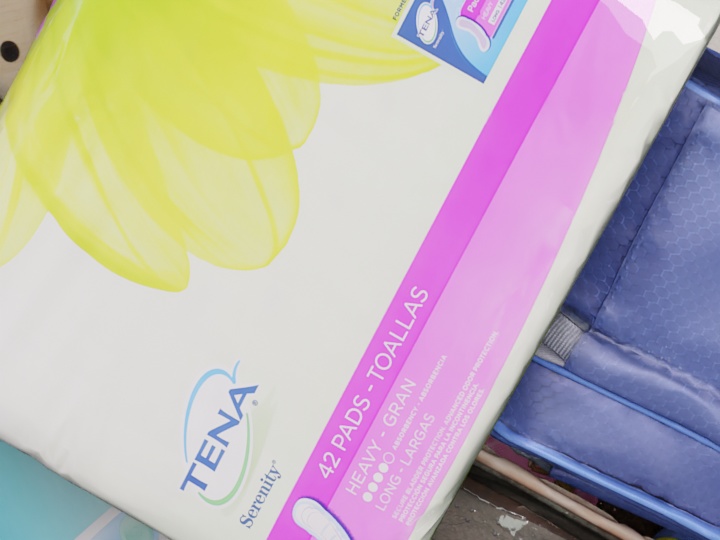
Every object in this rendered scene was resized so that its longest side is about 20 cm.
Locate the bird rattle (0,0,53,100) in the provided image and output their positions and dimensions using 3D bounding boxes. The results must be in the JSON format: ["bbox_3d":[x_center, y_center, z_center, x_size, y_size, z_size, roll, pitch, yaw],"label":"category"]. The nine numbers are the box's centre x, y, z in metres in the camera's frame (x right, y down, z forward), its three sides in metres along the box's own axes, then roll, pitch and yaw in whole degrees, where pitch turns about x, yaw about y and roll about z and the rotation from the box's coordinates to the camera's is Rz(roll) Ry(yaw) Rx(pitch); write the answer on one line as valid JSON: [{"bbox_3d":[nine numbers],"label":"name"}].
[{"bbox_3d":[-0.037,-0.089,0.649,0.200,0.162,0.113,-41,58,31],"label":"bird rattle"}]

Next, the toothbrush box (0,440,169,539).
[{"bbox_3d":[-0.106,0.062,0.725,0.147,0.200,0.085,52,134,-2],"label":"toothbrush box"}]

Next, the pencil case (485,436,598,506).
[{"bbox_3d":[0.048,0.072,0.793,0.086,0.083,0.201,21,95,25],"label":"pencil case"}]

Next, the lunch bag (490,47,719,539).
[{"bbox_3d":[0.118,0.019,0.655,0.199,0.136,0.133,24,103,2],"label":"lunch bag"}]

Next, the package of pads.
[{"bbox_3d":[-0.018,-0.023,0.576,0.154,0.068,0.201,29,109,6],"label":"package of pads"}]

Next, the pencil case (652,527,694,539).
[{"bbox_3d":[0.103,0.141,0.751,0.200,0.088,0.089,-37,96,-28],"label":"pencil case"}]

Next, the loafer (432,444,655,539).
[{"bbox_3d":[0.066,0.104,0.663,0.199,0.063,0.072,31,60,-7],"label":"loafer"}]

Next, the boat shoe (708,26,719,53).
[{"bbox_3d":[0.121,-0.093,0.771,0.074,0.060,0.201,33,79,15],"label":"boat shoe"}]
